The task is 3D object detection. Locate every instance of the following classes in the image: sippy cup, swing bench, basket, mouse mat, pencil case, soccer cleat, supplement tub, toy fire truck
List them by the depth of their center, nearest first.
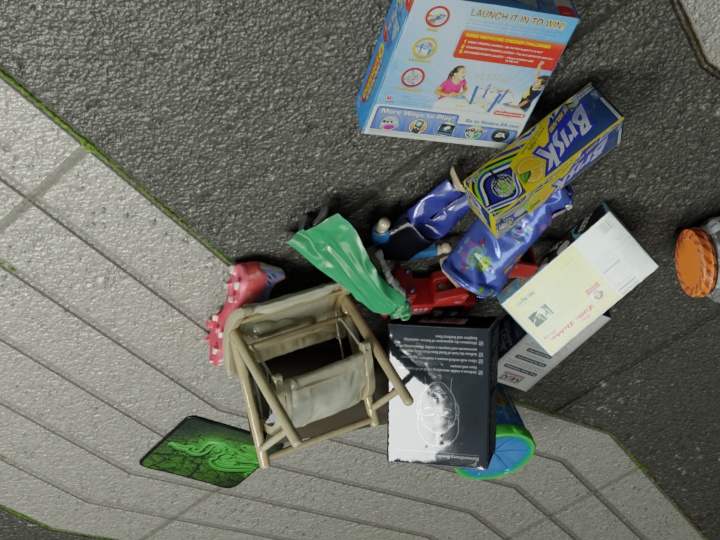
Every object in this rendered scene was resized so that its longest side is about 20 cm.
[{"bbox_3d":[0.193,-0.053,1.429,0.201,0.087,0.078,-52,162,15],"label":"pencil case"},{"bbox_3d":[-0.065,0.130,1.500,0.197,0.202,0.130,-15,165,-32],"label":"swing bench"},{"bbox_3d":[-0.162,0.065,1.533,0.075,0.067,0.201,1,136,-24],"label":"soccer cleat"},{"bbox_3d":[0.130,0.010,1.536,0.197,0.049,0.141,-2,149,-22],"label":"toy fire truck"},{"bbox_3d":[0.558,-0.021,1.579,0.197,0.124,0.123,-5,141,-9],"label":"supplement tub"},{"bbox_3d":[-0.058,0.180,1.646,0.197,0.138,0.181,-4,159,-17],"label":"basket"},{"bbox_3d":[0.201,0.246,1.793,0.137,0.132,0.179,-5,141,-10],"label":"sippy cup"},{"bbox_3d":[-0.246,0.304,1.840,0.198,0.008,0.161,22,130,-36],"label":"mouse mat"}]

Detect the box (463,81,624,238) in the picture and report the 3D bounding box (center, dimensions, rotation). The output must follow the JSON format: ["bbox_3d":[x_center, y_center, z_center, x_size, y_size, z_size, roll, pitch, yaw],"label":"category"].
[{"bbox_3d":[0.221,-0.132,1.335,0.199,0.064,0.070,-38,159,-4],"label":"box"}]

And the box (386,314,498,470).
[{"bbox_3d":[0.119,0.169,1.587,0.146,0.204,0.107,3,-173,14],"label":"box"}]

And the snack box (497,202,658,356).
[{"bbox_3d":[0.303,0.015,1.555,0.200,0.037,0.116,-42,109,14],"label":"snack box"}]

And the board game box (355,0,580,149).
[{"bbox_3d":[0.115,-0.235,1.254,0.197,0.056,0.197,4,138,-20],"label":"board game box"}]

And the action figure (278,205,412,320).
[{"bbox_3d":[0.000,0.000,1.456,0.117,0.055,0.200,-16,128,46],"label":"action figure"}]

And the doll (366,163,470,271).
[{"bbox_3d":[0.078,-0.054,1.465,0.199,0.049,0.136,-38,141,28],"label":"doll"}]

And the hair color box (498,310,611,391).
[{"bbox_3d":[0.273,0.095,1.687,0.099,0.061,0.200,20,130,-29],"label":"hair color box"}]
